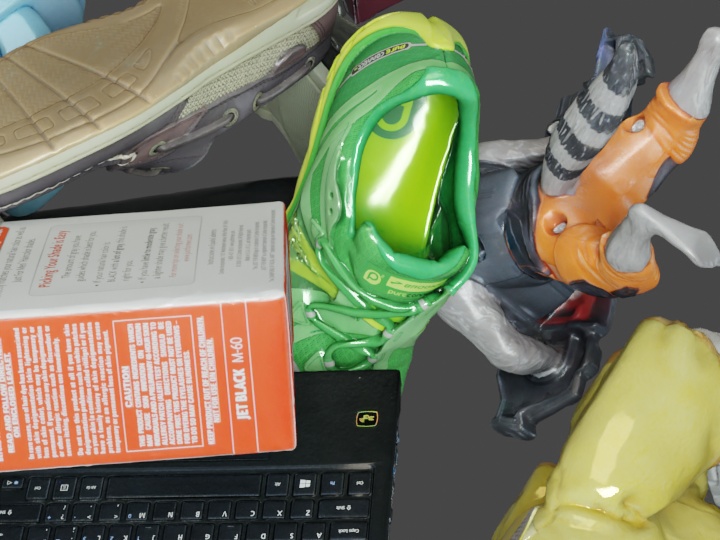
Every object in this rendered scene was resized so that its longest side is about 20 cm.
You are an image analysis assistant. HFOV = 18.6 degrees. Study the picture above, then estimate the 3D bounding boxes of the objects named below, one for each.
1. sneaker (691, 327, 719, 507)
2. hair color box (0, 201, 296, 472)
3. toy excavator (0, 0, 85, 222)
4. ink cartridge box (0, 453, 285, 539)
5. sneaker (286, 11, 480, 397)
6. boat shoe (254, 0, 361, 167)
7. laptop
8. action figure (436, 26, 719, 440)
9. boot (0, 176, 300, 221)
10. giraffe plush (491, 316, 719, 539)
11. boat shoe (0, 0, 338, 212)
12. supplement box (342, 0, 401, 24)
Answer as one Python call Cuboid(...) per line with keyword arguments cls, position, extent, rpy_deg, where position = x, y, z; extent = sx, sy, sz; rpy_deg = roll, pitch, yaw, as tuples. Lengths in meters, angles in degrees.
Cuboid(cls="sneaker", position=(0.221, 0.061, 0.849), extent=(0.199, 0.080, 0.129), rpy_deg=(30, 53, 35))
Cuboid(cls="hair color box", position=(-0.124, 0.025, 0.800), extent=(0.198, 0.064, 0.111), rpy_deg=(-3, 19, -1))
Cuboid(cls="toy excavator", position=(-0.166, -0.037, 0.914), extent=(0.194, 0.100, 0.200), rpy_deg=(-42, 70, -15))
Cuboid(cls="ink cartridge box", position=(-0.079, 0.172, 0.789), extent=(0.144, 0.085, 0.201), rpy_deg=(-14, 47, -4))
Cuboid(cls="sneaker", position=(0.000, 0.000, 0.864), extent=(0.074, 0.201, 0.084), rpy_deg=(8, 17, -15))
Cuboid(cls="boat shoe", position=(-0.008, -0.086, 0.995), extent=(0.067, 0.072, 0.200), rpy_deg=(-15, 29, -12))
Cuboid(cls="laptop", position=(-0.082, 0.081, 0.746), extent=(0.176, 0.104, 0.201), rpy_deg=(-1, 46, 7))
Cuboid(cls="action figure", position=(0.083, -0.045, 0.907), extent=(0.193, 0.104, 0.201), rpy_deg=(-27, 41, 47))
Cuboid(cls="boot", position=(-0.116, -0.023, 0.978), extent=(0.199, 0.066, 0.166), rpy_deg=(-8, 59, 9))
Cuboid(cls="giraffe plush", position=(0.121, 0.128, 0.761), extent=(0.162, 0.200, 0.173), rpy_deg=(34, 99, 5))
Cuboid(cls="boat shoe", position=(-0.085, -0.069, 0.881), extent=(0.200, 0.065, 0.072), rpy_deg=(-35, 49, -26))
Cuboid(cls="supplement box", position=(-0.006, -0.224, 1.147), extent=(0.108, 0.061, 0.200), rpy_deg=(-26, 51, -15))
